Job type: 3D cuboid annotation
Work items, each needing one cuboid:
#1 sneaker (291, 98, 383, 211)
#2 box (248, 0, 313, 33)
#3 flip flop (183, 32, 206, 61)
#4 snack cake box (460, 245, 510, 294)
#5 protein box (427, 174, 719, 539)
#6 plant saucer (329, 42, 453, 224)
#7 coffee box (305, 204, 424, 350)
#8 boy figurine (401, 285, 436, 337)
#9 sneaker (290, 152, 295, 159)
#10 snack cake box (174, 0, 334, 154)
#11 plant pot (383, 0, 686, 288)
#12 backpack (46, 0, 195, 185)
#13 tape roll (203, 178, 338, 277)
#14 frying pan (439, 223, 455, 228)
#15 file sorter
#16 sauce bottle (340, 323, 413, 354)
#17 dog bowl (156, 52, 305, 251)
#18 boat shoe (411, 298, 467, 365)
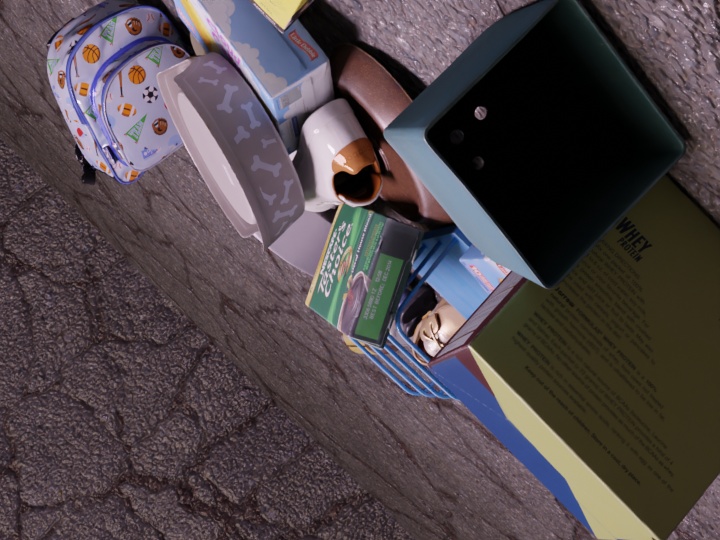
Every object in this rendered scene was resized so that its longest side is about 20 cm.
[{"bbox_3d":[-0.024,-0.083,1.308,0.085,0.072,0.200,55,167,12],"label":"sneaker"},{"bbox_3d":[-0.039,-0.255,1.069,0.050,0.075,0.200,43,165,-5],"label":"box"},{"bbox_3d":[-0.170,-0.204,1.493,0.082,0.057,0.202,75,178,-47],"label":"flip flop"},{"bbox_3d":[0.194,0.038,1.218,0.200,0.067,0.115,48,166,-14],"label":"snack cake box"},{"bbox_3d":[0.196,0.062,1.033,0.198,0.200,0.135,44,166,-1],"label":"protein box"},{"bbox_3d":[0.022,-0.121,1.290,0.201,0.034,0.201,52,167,17],"label":"plant saucer"},{"bbox_3d":[0.000,0.000,1.361,0.043,0.125,0.200,18,-176,-15],"label":"coffee box"},{"bbox_3d":[0.003,0.004,1.702,0.199,0.064,0.125,38,165,29],"label":"boy figurine"},{"bbox_3d":[-0.069,-0.146,1.453,0.199,0.075,0.100,38,166,26],"label":"sneaker"},{"bbox_3d":[-0.104,-0.221,1.281,0.201,0.067,0.115,53,170,21],"label":"snack cake box"},{"bbox_3d":[0.104,-0.097,0.995,0.142,0.141,0.200,48,173,-16],"label":"plant pot"},{"bbox_3d":[-0.277,-0.221,1.628,0.153,0.200,0.192,15,142,53],"label":"backpack"},{"bbox_3d":[-0.085,-0.080,1.545,0.200,0.066,0.201,40,-168,-10],"label":"tape roll"},{"bbox_3d":[0.092,-0.052,1.374,0.115,0.031,0.190,47,163,-1],"label":"frying pan"},{"bbox_3d":[0.082,0.052,1.390,0.139,0.123,0.200,42,167,-10],"label":"file sorter"},{"bbox_3d":[0.028,0.084,1.856,0.065,0.065,0.200,47,166,-12],"label":"sauce bottle"},{"bbox_3d":[-0.121,-0.117,1.301,0.201,0.058,0.200,55,169,17],"label":"dog bowl"},{"bbox_3d":[0.104,0.075,1.599,0.074,0.069,0.200,44,164,6],"label":"boat shoe"}]
